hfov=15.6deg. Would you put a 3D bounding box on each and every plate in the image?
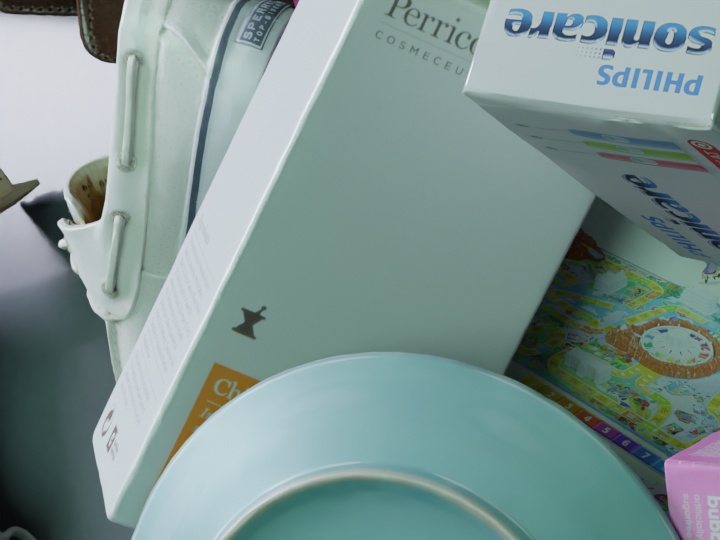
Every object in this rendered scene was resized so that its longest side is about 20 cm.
[{"bbox_3d":[0.009,0.125,0.786,0.199,0.026,0.201,2,96,22],"label":"plate"}]

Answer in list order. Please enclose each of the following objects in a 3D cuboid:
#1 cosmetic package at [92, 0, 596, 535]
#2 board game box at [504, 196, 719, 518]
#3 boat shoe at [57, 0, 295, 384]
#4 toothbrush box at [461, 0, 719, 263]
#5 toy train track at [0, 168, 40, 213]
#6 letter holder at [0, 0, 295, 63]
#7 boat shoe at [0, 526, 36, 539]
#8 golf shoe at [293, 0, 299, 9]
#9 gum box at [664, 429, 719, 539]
[{"bbox_3d":[0.000,0.000,0.850,0.200,0.101,0.071,-64,17,13],"label":"cosmetic package"},{"bbox_3d":[0.117,0.023,0.858,0.200,0.034,0.135,11,92,36],"label":"board game box"},{"bbox_3d":[-0.072,-0.016,0.935,0.070,0.071,0.200,19,130,9],"label":"boat shoe"},{"bbox_3d":[0.125,-0.113,0.774,0.086,0.146,0.201,11,77,36],"label":"toothbrush box"},{"bbox_3d":[-0.201,-0.003,1.055,0.033,0.115,0.200,55,138,-2],"label":"toy train track"},{"bbox_3d":[-0.090,-0.182,0.914,0.101,0.142,0.201,-129,45,-55],"label":"letter holder"},{"bbox_3d":[-0.167,0.111,1.029,0.068,0.074,0.200,-4,80,35],"label":"boat shoe"},{"bbox_3d":[0.067,-0.145,0.888,0.200,0.092,0.073,-47,32,25],"label":"golf shoe"},{"bbox_3d":[0.161,0.146,0.766,0.113,0.066,0.201,1,102,36],"label":"gum box"}]
